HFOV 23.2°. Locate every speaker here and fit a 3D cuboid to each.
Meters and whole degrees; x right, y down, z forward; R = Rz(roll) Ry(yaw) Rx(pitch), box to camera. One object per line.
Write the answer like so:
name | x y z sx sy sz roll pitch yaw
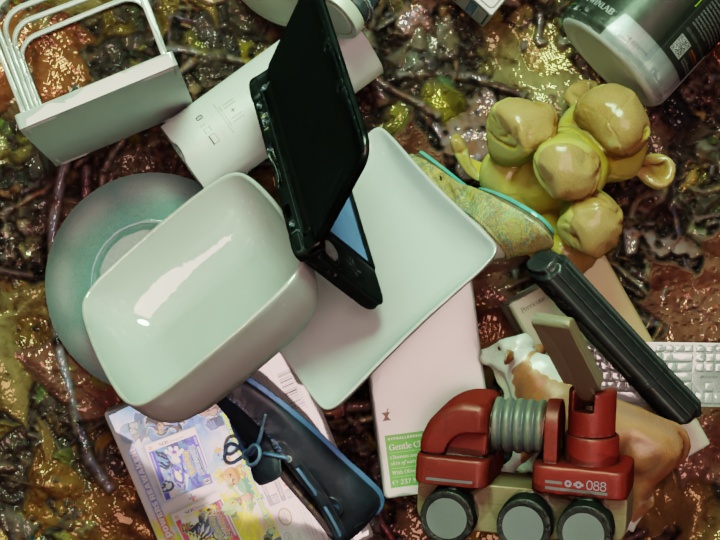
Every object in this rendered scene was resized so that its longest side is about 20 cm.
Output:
speaker | -0.078 -0.154 1.571 0.199 0.081 0.082 -37 90 -3

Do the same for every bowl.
bowl | -0.127 0.030 1.484 0.200 0.200 0.075 -41 128 2

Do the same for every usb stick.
usb stick | 0.217 0.058 1.489 0.033 0.055 0.200 -47 108 -7

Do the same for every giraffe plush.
giraffe plush | 0.196 -0.099 1.551 0.161 0.200 0.174 -32 98 -21

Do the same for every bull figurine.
bull figurine | 0.181 0.138 1.509 0.198 0.065 0.122 25 113 6

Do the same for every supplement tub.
supplement tub | 0.287 -0.257 1.571 0.122 0.123 0.200 44 87 -1

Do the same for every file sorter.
file sorter | -0.234 -0.186 1.508 0.138 0.200 0.126 -22 85 -3

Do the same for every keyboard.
keyboard | 0.260 0.091 1.543 0.198 0.011 0.057 1 89 -2

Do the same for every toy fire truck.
toy fire truck | 0.134 0.125 1.426 0.174 0.129 0.202 4 99 16

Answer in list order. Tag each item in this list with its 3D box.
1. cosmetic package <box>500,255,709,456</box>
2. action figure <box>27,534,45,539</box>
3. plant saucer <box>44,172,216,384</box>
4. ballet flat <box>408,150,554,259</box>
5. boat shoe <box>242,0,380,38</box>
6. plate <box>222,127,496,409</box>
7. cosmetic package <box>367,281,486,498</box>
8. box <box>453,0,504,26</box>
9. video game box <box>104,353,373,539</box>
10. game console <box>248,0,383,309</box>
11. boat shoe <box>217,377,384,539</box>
cosmetic package | 0.220 0.093 1.583 0.105 0.071 0.201 -31 90 -3
action figure | -0.221 0.316 1.538 0.199 0.119 0.103 27 78 8
plant saucer | -0.188 0.011 1.582 0.199 0.039 0.203 0 88 -3
ballet flat | 0.090 -0.044 1.533 0.070 0.200 0.071 -17 121 -30
boat shoe | -0.052 -0.258 1.540 0.062 0.199 0.075 -47 127 -17
plate | 0.000 0.000 1.510 0.199 0.032 0.200 -43 49 1
cosmetic package | 0.058 0.094 1.569 0.106 0.085 0.202 -9 90 1
box | 0.077 -0.334 1.593 0.200 0.060 0.117 43 87 -1
video game box | -0.109 0.181 1.572 0.181 0.047 0.202 -23 94 -5
game console | -0.014 -0.100 1.437 0.116 0.176 0.201 -31 50 19
boat shoe | -0.067 0.159 1.509 0.200 0.084 0.069 40 77 -3
